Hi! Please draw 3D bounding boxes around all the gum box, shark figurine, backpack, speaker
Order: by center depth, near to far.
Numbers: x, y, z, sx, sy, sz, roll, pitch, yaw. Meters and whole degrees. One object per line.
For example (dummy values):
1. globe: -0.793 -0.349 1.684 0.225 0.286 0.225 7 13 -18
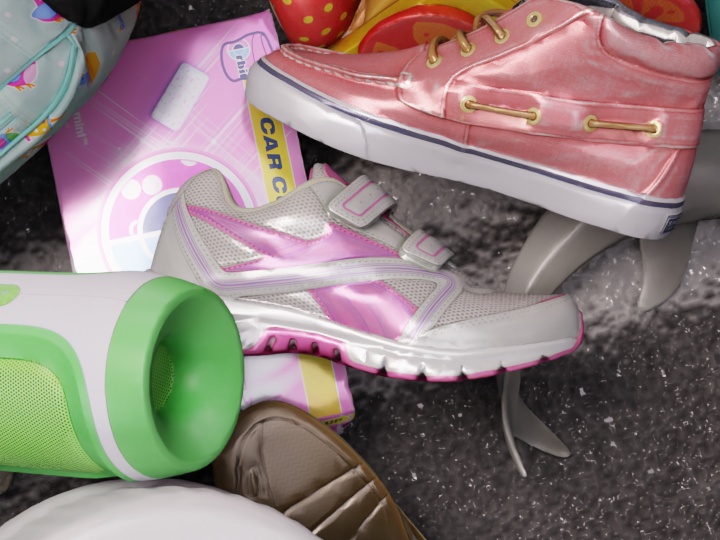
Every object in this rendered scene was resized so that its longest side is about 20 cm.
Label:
1. speaker: -0.151 0.040 0.889 0.199 0.088 0.089 1 84 30
2. backpack: -0.173 -0.102 0.896 0.200 0.167 0.127 -39 101 23
3. gum box: -0.077 -0.008 0.998 0.113 0.066 0.201 -11 86 -3
4. shark figurine: 0.116 -0.014 1.003 0.214 0.090 0.128 -42 88 -8

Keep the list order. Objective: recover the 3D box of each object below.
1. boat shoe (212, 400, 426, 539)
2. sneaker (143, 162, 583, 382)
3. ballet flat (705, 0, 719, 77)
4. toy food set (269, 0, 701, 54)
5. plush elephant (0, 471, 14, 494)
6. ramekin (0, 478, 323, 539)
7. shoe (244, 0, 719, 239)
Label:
1. boat shoe: -0.003 0.139 0.972 0.074 0.066 0.200 -35 105 -5
2. sneaker: 0.000 0.000 0.926 0.199 0.081 0.089 8 87 -2
3. ballet flat: 0.183 -0.163 0.987 0.062 0.200 0.067 -35 48 -15
4. toy food set: 0.058 -0.132 0.961 0.198 0.200 0.049 27 45 -38
5. plush elephant: -0.207 0.185 0.924 0.155 0.164 0.201 27 102 39
6. ramekin: -0.076 0.178 0.838 0.200 0.098 0.201 2 80 -15
7. shoe: 0.054 -0.086 0.933 0.199 0.071 0.091 18 107 5
